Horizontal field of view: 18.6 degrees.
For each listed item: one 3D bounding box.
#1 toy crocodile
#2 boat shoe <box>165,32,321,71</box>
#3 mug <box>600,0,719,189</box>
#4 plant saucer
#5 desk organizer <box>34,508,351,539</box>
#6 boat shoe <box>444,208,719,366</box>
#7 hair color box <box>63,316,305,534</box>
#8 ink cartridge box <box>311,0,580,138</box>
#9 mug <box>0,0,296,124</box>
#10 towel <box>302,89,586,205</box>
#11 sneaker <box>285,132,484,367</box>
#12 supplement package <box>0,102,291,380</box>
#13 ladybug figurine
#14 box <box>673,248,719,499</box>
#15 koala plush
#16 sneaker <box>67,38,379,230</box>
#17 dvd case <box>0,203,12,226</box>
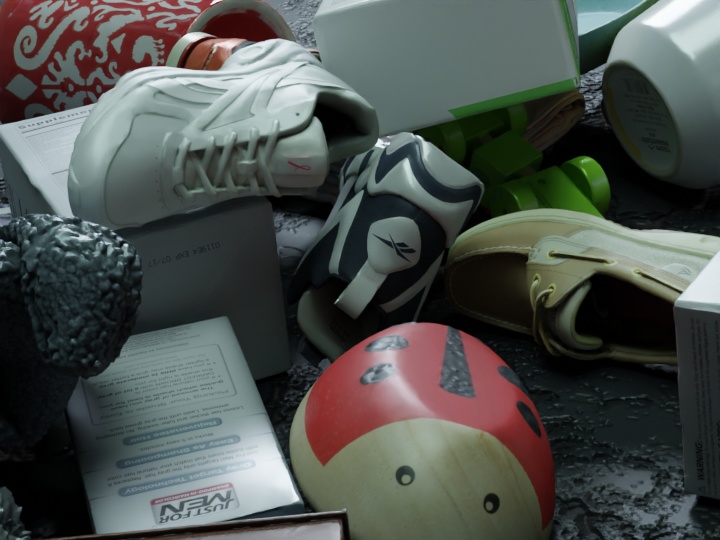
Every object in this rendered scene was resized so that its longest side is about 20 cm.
[{"bbox_3d":[0.092,-0.057,1.363,0.067,0.062,0.200,-24,53,-28],"label":"toy crocodile"},{"bbox_3d":[-0.039,-0.105,1.369,0.062,0.072,0.199,17,3,33],"label":"boat shoe"},{"bbox_3d":[0.237,-0.118,1.421,0.152,0.187,0.150,-28,65,-20],"label":"mug"},{"bbox_3d":[0.115,-0.158,1.495,0.198,0.036,0.200,-17,19,6],"label":"plant saucer"},{"bbox_3d":[-0.100,0.166,0.977,0.198,0.072,0.077,-6,29,2],"label":"desk organizer"},{"bbox_3d":[0.127,0.014,1.217,0.199,0.074,0.066,2,34,33],"label":"boat shoe"},{"bbox_3d":[-0.093,0.101,1.114,0.098,0.061,0.200,-12,27,-9],"label":"hair color box"},{"bbox_3d":[0.058,-0.157,1.350,0.144,0.085,0.200,-14,17,10],"label":"ink cartridge box"},{"bbox_3d":[-0.129,-0.147,1.478,0.199,0.134,0.177,10,46,48],"label":"mug"},{"bbox_3d":[0.024,-0.097,1.506,0.199,0.032,0.191,15,34,34],"label":"towel"},{"bbox_3d":[0.000,0.000,1.270,0.130,0.079,0.199,-55,10,-10],"label":"sneaker"},{"bbox_3d":[-0.131,-0.015,1.293,0.113,0.110,0.200,-15,29,-18],"label":"supplement package"},{"bbox_3d":[0.035,0.081,1.074,0.135,0.072,0.200,15,20,-9],"label":"ladybug figurine"},{"bbox_3d":[0.245,0.027,1.121,0.101,0.113,0.200,8,30,29],"label":"box"},{"bbox_3d":[-0.208,0.069,1.057,0.176,0.202,0.184,16,-9,-2],"label":"koala plush"},{"bbox_3d":[-0.067,-0.070,1.185,0.099,0.079,0.199,24,38,37],"label":"sneaker"},{"bbox_3d":[-0.282,0.012,1.335,0.147,0.016,0.200,-10,24,-6],"label":"dvd case"}]
